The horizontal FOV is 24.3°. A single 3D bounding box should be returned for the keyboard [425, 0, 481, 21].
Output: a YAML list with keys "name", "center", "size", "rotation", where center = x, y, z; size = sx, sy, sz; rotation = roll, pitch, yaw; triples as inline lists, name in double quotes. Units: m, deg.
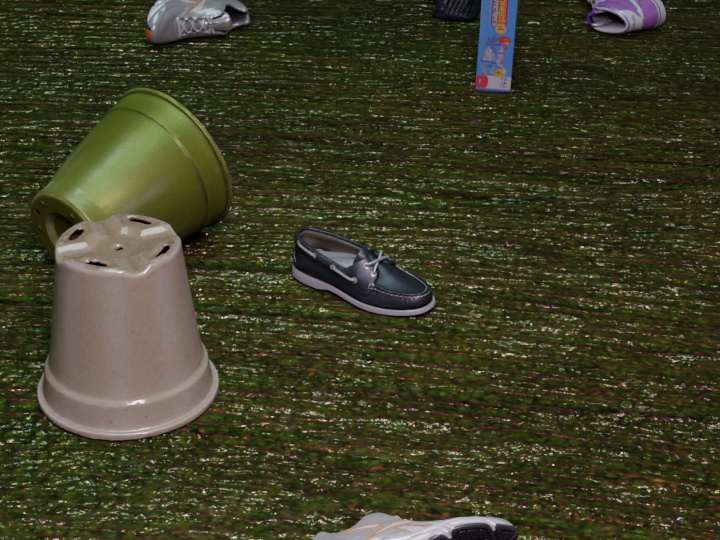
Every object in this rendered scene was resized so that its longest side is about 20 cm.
- name: "keyboard"
  center: [0.167, -0.488, 2.916]
  size: [0.103, 0.040, 0.200]
  rotation: [7, 29, 11]

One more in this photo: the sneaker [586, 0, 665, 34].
- name: "sneaker"
  center: [0.410, -0.457, 2.831]
  size: [0.114, 0.073, 0.200]
  rotation: [-20, 35, -27]

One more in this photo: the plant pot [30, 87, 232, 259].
- name: "plant pot"
  center: [-0.296, -0.090, 2.062]
  size: [0.200, 0.201, 0.193]
  rotation: [21, 47, 33]

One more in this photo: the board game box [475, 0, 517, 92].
- name: "board game box"
  center: [0.218, -0.408, 2.605]
  size: [0.055, 0.201, 0.196]
  rotation: [5, 30, 5]

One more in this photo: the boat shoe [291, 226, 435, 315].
- name: "boat shoe"
  center: [0.000, 0.000, 2.008]
  size: [0.199, 0.061, 0.076]
  rotation: [15, 32, 25]

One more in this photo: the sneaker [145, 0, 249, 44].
- name: "sneaker"
  center: [-0.264, -0.415, 2.750]
  size: [0.092, 0.076, 0.200]
  rotation: [27, 40, 32]

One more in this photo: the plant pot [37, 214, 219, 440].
- name: "plant pot"
  center: [-0.255, 0.049, 1.791]
  size: [0.199, 0.185, 0.201]
  rotation: [0, 29, 0]

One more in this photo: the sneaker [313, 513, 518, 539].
- name: "sneaker"
  center: [0.045, 0.249, 1.534]
  size: [0.198, 0.076, 0.092]
  rotation: [-7, 25, -15]
